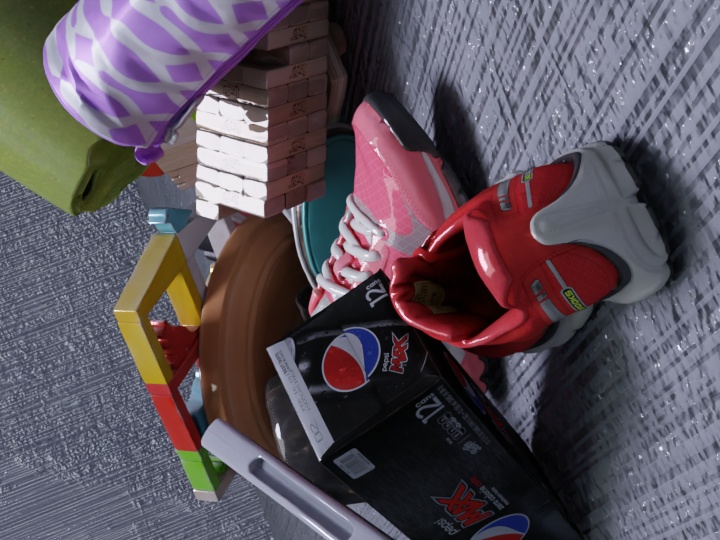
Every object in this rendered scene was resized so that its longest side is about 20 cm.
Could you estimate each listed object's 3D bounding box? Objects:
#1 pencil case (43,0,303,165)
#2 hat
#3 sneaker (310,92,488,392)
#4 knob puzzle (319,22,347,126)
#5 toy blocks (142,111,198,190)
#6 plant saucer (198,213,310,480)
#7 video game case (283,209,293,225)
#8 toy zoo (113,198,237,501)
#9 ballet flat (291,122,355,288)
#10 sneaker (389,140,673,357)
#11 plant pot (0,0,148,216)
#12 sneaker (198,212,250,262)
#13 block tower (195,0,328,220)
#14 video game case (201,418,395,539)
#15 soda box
[{"bbox_3d":[-0.070,-0.133,0.626,0.200,0.084,0.086,-36,85,36],"label":"pencil case"},{"bbox_3d":[-0.015,0.114,0.884,0.201,0.081,0.201,58,-175,-8],"label":"hat"},{"bbox_3d":[0.012,0.008,0.672,0.074,0.086,0.201,-127,20,-51],"label":"sneaker"},{"bbox_3d":[-0.047,-0.160,0.834,0.220,0.030,0.221,159,90,-78],"label":"knob puzzle"},{"bbox_3d":[-0.165,-0.123,0.994,0.200,0.136,0.100,54,-156,-52],"label":"toy blocks"},{"bbox_3d":[-0.053,0.055,0.961,0.200,0.032,0.202,-7,-82,-64],"label":"plant saucer"},{"bbox_3d":[-0.067,-0.096,0.905,0.183,0.024,0.200,61,-175,35],"label":"video game case"},{"bbox_3d":[-0.108,0.041,0.904,0.131,0.020,0.201,-60,-38,-46],"label":"toy zoo"},{"bbox_3d":[0.000,0.000,0.816,0.069,0.069,0.201,-137,26,-65],"label":"ballet flat"},{"bbox_3d":[0.049,-0.001,0.527,0.200,0.084,0.077,122,128,-75],"label":"sneaker"},{"bbox_3d":[-0.213,-0.139,0.844,0.190,0.200,0.200,41,165,3],"label":"plant pot"},{"bbox_3d":[-0.056,-0.018,1.045,0.073,0.087,0.200,15,162,25],"label":"sneaker"},{"bbox_3d":[-0.053,-0.126,0.706,0.058,0.054,0.201,18,116,33],"label":"block tower"},{"bbox_3d":[0.021,0.168,0.748,0.182,0.022,0.200,27,168,46],"label":"video game case"},{"bbox_3d":[0.037,0.085,0.616,0.200,0.063,0.071,50,-172,-50],"label":"soda box"}]
